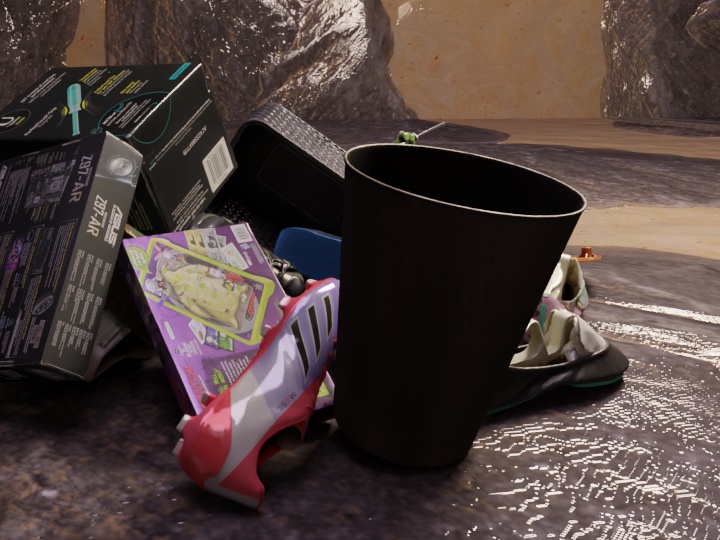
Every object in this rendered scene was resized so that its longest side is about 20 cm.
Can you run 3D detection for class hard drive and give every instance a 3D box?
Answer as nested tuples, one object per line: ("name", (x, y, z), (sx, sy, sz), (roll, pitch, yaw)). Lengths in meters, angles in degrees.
("hard drive", (-0.050, -0.066, 1.098), (0.197, 0.136, 0.042), (3, 32, 5))

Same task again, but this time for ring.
("ring", (0.199, -0.018, 1.053), (0.198, 0.020, 0.200), (-3, 1, 0))

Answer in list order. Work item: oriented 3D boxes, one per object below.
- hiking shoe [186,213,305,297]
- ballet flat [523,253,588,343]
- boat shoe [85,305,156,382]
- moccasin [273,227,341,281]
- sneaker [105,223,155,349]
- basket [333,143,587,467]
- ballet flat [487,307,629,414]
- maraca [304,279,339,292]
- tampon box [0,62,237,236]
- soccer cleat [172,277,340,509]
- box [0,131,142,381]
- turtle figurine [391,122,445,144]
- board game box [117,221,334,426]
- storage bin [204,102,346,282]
("hiking shoe", (-0.107, -0.001, 0.859), (0.100, 0.077, 0.200), (13, -9, 21))
("ballet flat", (0.209, 0.022, 0.905), (0.068, 0.072, 0.200), (5, 16, 18))
("boat shoe", (-0.215, 0.056, 0.801), (0.069, 0.071, 0.200), (34, 18, 8))
("moccasin", (0.000, 0.000, 0.920), (0.199, 0.081, 0.068), (30, 4, 25))
("sneaker", (-0.164, 0.031, 0.768), (0.200, 0.067, 0.090), (43, 16, 18))
("basket", (0.054, 0.027, 0.613), (0.178, 0.202, 0.136), (2, 25, -23))
("ballet flat", (0.163, 0.074, 0.730), (0.198, 0.069, 0.068), (-9, 18, -33))
("maraca", (0.040, 0.036, 0.783), (0.197, 0.108, 0.137), (3, 17, 8))
("tampon box", (-0.257, -0.120, 0.863), (0.198, 0.127, 0.151), (4, 41, 23))
("soccer cleat", (-0.054, 0.083, 0.615), (0.076, 0.067, 0.200), (32, 47, 9))
("box", (-0.274, -0.009, 0.717), (0.159, 0.202, 0.043), (-7, -25, 35))
("turtle figurine", (0.103, -0.155, 1.386), (0.197, 0.146, 0.194), (-2, 20, 3))
("board game box", (-0.110, 0.047, 0.689), (0.119, 0.032, 0.201), (-7, 53, -36))
("storage bin", (-0.074, -0.088, 1.010), (0.199, 0.136, 0.094), (34, 23, -6))
